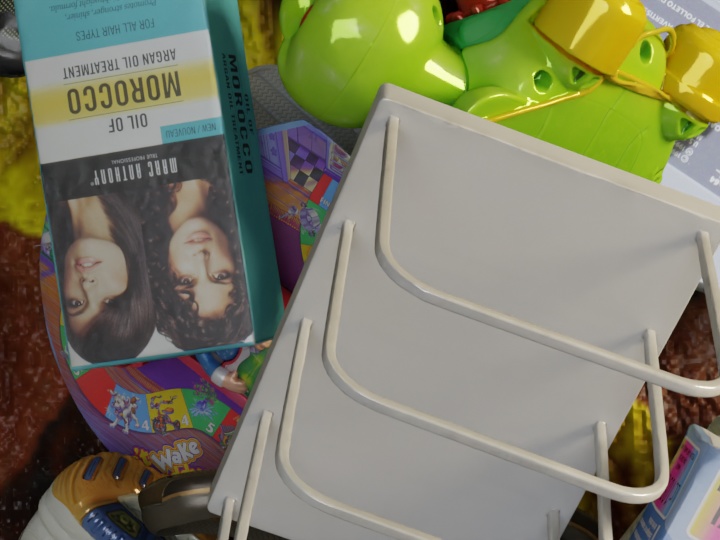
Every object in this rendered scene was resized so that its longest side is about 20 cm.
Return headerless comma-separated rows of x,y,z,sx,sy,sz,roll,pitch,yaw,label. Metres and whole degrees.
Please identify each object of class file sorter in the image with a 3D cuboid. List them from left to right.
0.033,0.065,0.765,0.138,0.125,0.201,19,121,-8,file sorter

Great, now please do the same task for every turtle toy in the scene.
0.052,-0.066,0.835,0.146,0.199,0.101,-56,49,14,turtle toy

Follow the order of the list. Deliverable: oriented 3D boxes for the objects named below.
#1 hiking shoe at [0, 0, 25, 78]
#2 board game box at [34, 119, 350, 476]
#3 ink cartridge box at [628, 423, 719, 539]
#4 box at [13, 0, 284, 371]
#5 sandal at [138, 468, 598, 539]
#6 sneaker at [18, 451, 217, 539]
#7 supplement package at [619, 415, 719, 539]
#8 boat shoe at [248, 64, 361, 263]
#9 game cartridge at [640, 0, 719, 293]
-0.113,-0.172,0.913,0.076,0.101,0.200,40,93,6,hiking shoe
-0.065,0.028,0.897,0.198,0.039,0.159,-10,101,31,board game box
0.136,0.180,0.780,0.136,0.076,0.201,29,94,5,ink cartridge box
-0.088,-0.065,0.845,0.081,0.049,0.202,-9,91,14,box
0.004,0.119,0.895,0.198,0.082,0.055,6,71,-12,sandal
-0.069,0.170,0.935,0.200,0.075,0.088,41,117,2,sneaker
0.138,0.178,0.877,0.119,0.121,0.201,39,94,4,supplement package
0.000,0.000,0.920,0.201,0.072,0.062,54,139,14,boat shoe
0.145,-0.069,0.920,0.199,0.041,0.134,35,90,5,game cartridge
